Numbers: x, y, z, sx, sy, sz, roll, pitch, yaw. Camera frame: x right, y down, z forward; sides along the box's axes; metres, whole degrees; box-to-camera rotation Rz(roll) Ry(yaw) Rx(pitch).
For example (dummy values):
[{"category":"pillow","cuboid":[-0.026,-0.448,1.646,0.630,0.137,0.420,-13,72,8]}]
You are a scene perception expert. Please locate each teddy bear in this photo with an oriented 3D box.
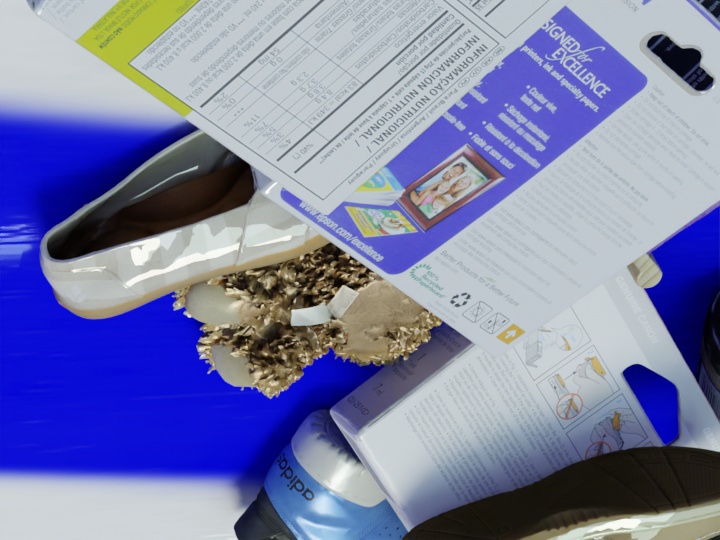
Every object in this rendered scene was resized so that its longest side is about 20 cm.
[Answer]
[{"category":"teddy bear","cuboid":[0.000,0.000,1.558,0.200,0.067,0.145,-31,130,14]}]

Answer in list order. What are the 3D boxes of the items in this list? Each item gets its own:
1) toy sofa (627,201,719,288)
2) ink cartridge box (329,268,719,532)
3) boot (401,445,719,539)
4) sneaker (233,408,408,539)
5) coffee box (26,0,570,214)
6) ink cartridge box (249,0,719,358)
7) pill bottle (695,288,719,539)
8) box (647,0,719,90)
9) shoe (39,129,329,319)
[{"category":"toy sofa","cuboid":[0.207,-0.079,1.558,0.200,0.083,0.098,-35,137,10]},{"category":"ink cartridge box","cuboid":[0.105,0.102,1.647,0.176,0.045,0.200,-36,120,-7]},{"category":"boot","cuboid":[0.127,0.187,1.626,0.200,0.072,0.155,-16,115,-11]},{"category":"sneaker","cuboid":[0.018,0.159,1.706,0.200,0.077,0.111,24,113,-37]},{"category":"coffee box","cuboid":[-0.032,-0.185,1.239,0.200,0.200,0.198,-41,137,14]},{"category":"ink cartridge box","cuboid":[0.082,-0.062,1.356,0.200,0.043,0.198,-35,139,18]},{"category":"pill bottle","cuboid":[0.244,0.100,1.738,0.112,0.112,0.200,-13,137,-15]},{"category":"box","cuboid":[0.099,-0.142,1.407,0.200,0.123,0.198,-43,135,21]},{"category":"shoe","cuboid":[-0.065,-0.036,1.471,0.200,0.070,0.053,-25,147,2]}]
